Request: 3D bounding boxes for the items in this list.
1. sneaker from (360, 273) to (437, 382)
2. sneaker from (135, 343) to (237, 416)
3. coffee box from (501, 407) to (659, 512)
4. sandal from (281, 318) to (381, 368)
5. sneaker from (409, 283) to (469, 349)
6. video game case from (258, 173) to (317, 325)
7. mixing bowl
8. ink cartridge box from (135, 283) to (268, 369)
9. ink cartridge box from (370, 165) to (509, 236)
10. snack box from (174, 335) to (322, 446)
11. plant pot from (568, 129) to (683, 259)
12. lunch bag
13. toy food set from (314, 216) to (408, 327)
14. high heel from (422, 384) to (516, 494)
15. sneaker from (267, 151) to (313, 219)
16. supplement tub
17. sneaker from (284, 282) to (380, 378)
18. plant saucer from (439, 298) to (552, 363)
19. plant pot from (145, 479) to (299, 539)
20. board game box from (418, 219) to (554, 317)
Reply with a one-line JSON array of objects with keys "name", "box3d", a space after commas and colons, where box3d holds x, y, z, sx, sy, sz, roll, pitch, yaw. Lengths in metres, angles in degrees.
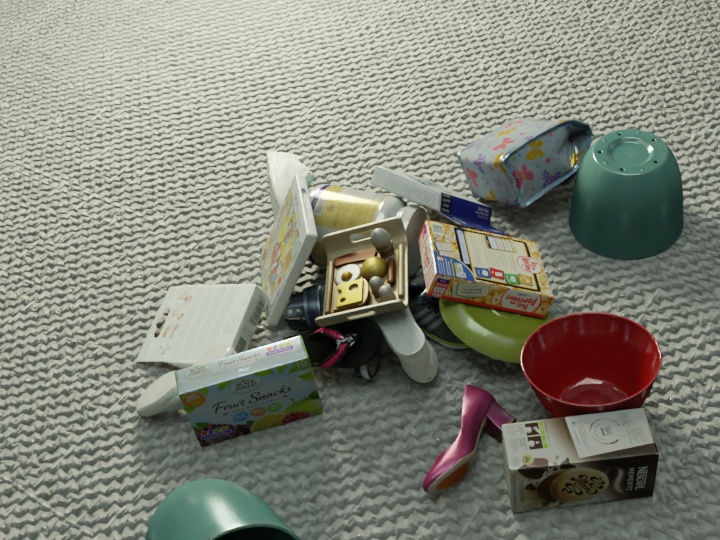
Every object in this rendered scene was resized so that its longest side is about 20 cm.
[{"name": "sneaker", "box3d": [0.060, 0.094, 1.593, 0.074, 0.116, 0.200, -27, 47, 0]}, {"name": "sneaker", "box3d": [-0.266, 0.199, 1.584, 0.200, 0.089, 0.075, -28, 27, 18]}, {"name": "coffee box", "box3d": [0.302, 0.264, 1.376, 0.200, 0.113, 0.080, -8, 45, 4]}, {"name": "sandal", "box3d": [-0.055, 0.123, 1.567, 0.200, 0.045, 0.075, -14, 79, 31]}, {"name": "sneaker", "box3d": [0.124, 0.069, 1.628, 0.200, 0.081, 0.074, 14, 50, 23]}, {"name": "video game case", "box3d": [-0.128, -0.037, 1.704, 0.023, 0.200, 0.182, 13, 35, -20]}, {"name": "mixing bowl", "box3d": [0.342, 0.165, 1.461, 0.200, 0.108, 0.200, -9, 36, 7]}, {"name": "ink cartridge box", "box3d": [-0.271, 0.101, 1.694, 0.200, 0.047, 0.160, -2, 54, 32]}, {"name": "ink cartridge box", "box3d": [0.148, -0.124, 1.759, 0.200, 0.200, 0.041, 28, 101, 31]}, {"name": "snack box", "box3d": [-0.169, 0.187, 1.523, 0.200, 0.142, 0.053, -16, 45, -5]}, {"name": "plant pot", "box3d": [0.464, -0.147, 1.721, 0.200, 0.161, 0.201, -6, 44, 6]}, {"name": "lunch bag", "box3d": [0.310, -0.208, 1.810, 0.200, 0.127, 0.170, -35, 22, -17]}, {"name": "toy food set", "box3d": [0.000, 0.000, 1.583, 0.143, 0.060, 0.200, -14, 40, 15]}, {"name": "high heel", "box3d": [0.136, 0.244, 1.454, 0.096, 0.067, 0.200, 37, 56, 26]}, {"name": "sneaker", "box3d": [-0.132, -0.168, 1.918, 0.088, 0.075, 0.200, -2, 43, -8]}, {"name": "supplement tub", "box3d": [0.004, -0.068, 1.742, 0.200, 0.145, 0.145, 12, 49, 21]}, {"name": "sneaker", "box3d": [-0.048, 0.103, 1.637, 0.146, 0.077, 0.202, -15, 52, 9]}, {"name": "plant saucer", "box3d": [0.226, 0.067, 1.590, 0.200, 0.031, 0.200, 12, 37, -9]}, {"name": "plant pot", "box3d": [-0.192, 0.372, 1.305, 0.200, 0.201, 0.161, -28, 34, -16]}, {"name": "board game box", "box3d": [0.201, -0.005, 1.606, 0.200, 0.046, 0.152, 11, 37, -11]}]
